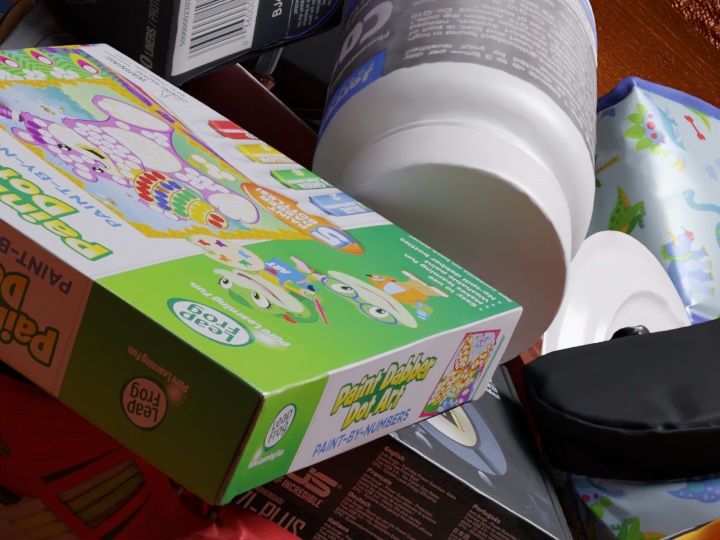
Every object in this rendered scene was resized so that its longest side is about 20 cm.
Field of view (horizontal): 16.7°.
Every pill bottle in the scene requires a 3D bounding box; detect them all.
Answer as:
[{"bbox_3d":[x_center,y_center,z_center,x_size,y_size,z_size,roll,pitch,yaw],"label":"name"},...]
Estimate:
[{"bbox_3d":[0.039,-0.052,0.993,0.114,0.114,0.200,34,29,-14],"label":"pill bottle"}]

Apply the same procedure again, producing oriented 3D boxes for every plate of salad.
[{"bbox_3d":[0.122,0.082,1.156,0.200,0.048,0.201,25,60,-55],"label":"plate of salad"}]

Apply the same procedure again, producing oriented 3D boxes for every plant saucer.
[{"bbox_3d":[0.000,0.000,1.155,0.200,0.037,0.200,43,-8,27],"label":"plant saucer"}]

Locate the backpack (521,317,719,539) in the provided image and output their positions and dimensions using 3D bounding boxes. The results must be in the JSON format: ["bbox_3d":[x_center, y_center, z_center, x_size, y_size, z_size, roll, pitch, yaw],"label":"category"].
[{"bbox_3d":[0.161,0.132,1.002,0.162,0.201,0.154,-8,29,0],"label":"backpack"}]

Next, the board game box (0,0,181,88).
[{"bbox_3d":[-0.159,-0.143,1.105,0.199,0.037,0.151,18,36,6],"label":"board game box"}]

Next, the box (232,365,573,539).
[{"bbox_3d":[-0.029,0.054,0.959,0.200,0.086,0.164,33,16,-19],"label":"box"}]

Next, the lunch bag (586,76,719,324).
[{"bbox_3d":[0.203,-0.003,1.492,0.200,0.127,0.171,13,58,-42],"label":"lunch bag"}]

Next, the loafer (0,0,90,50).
[{"bbox_3d":[-0.162,-0.057,0.948,0.072,0.073,0.200,60,25,-3],"label":"loafer"}]

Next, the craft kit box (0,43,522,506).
[{"bbox_3d":[-0.070,-0.009,0.817,0.200,0.049,0.197,32,22,19],"label":"craft kit box"}]

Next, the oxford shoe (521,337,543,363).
[{"bbox_3d":[0.070,0.042,1.280,0.200,0.071,0.074,51,5,12],"label":"oxford shoe"}]

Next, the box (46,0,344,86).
[{"bbox_3d":[-0.102,-0.185,1.042,0.106,0.123,0.200,-24,49,-38],"label":"box"}]

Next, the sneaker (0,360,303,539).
[{"bbox_3d":[-0.079,0.064,0.815,0.200,0.085,0.077,32,18,-20],"label":"sneaker"}]

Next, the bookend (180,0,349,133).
[{"bbox_3d":[-0.022,-0.106,1.278,0.200,0.092,0.198,27,-11,-36],"label":"bookend"}]

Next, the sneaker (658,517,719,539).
[{"bbox_3d":[0.083,0.149,0.852,0.078,0.077,0.200,41,47,8],"label":"sneaker"}]
